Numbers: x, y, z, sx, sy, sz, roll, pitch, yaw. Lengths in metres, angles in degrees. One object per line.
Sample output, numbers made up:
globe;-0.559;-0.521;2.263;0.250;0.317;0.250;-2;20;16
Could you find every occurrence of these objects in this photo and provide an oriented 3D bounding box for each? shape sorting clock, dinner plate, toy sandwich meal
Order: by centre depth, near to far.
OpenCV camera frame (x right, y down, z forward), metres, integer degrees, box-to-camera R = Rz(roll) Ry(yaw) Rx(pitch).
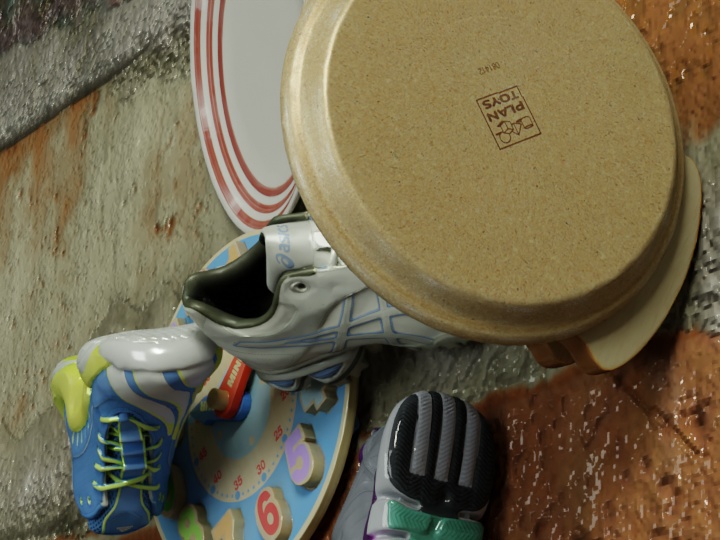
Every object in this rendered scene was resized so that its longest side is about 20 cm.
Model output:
toy sandwich meal;0.053;-0.050;0.905;0.070;0.205;0.206;142;135;-62
shape sorting clock;-0.066;0.075;1.173;0.200;0.039;0.200;-29;53;49
dinner plate;-0.057;-0.119;1.215;0.200;0.024;0.201;174;90;-66

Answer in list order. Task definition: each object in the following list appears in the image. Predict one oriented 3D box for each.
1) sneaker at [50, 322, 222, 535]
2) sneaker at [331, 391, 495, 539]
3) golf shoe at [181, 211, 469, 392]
sneaker;-0.116;0.088;1.155;0.200;0.076;0.105;155;107;-71
sneaker;0.016;0.160;1.001;0.088;0.074;0.200;145;142;-63
golf shoe;0.000;0.000;1.037;0.200;0.097;0.078;-29;53;32
